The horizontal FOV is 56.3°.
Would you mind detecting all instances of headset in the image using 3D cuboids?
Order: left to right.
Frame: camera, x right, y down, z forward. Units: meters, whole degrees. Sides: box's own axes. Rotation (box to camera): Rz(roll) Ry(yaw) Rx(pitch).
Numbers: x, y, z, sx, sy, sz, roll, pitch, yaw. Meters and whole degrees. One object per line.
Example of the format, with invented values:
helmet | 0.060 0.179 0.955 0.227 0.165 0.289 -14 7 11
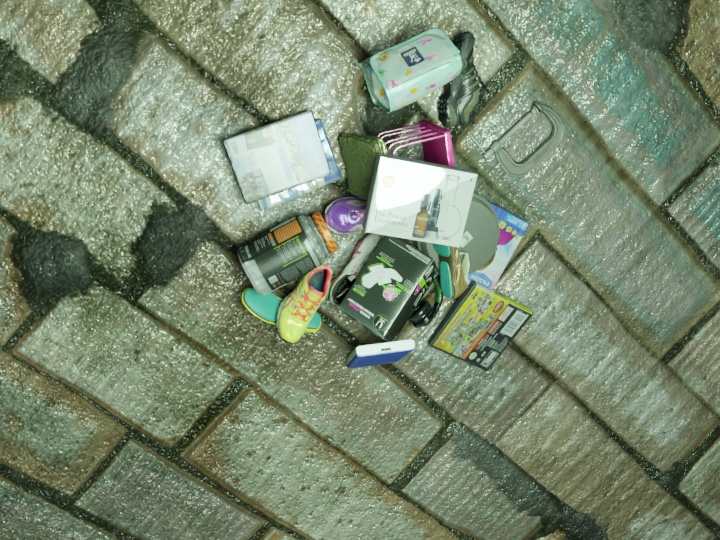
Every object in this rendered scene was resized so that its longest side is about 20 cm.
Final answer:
headset | 0.115 0.091 1.606 0.123 0.094 0.201 28 85 -15

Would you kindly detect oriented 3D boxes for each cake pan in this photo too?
cake pan | 0.229 -0.077 1.536 0.198 0.037 0.202 -3 108 -10

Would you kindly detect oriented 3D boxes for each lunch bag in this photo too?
lunch bag | 0.102 -0.402 1.360 0.169 0.200 0.123 -24 111 -2

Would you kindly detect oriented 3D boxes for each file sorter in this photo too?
file sorter | 0.112 -0.225 1.421 0.124 0.200 0.140 -14 110 -6

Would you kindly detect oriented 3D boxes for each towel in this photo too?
towel | -0.153 -0.229 1.459 0.198 0.024 0.148 -22 112 -4
towel | 0.016 -0.213 1.407 0.036 0.200 0.150 -21 112 -21

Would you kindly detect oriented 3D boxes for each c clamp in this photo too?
c clamp | 0.367 -0.306 1.539 0.199 0.027 0.171 -37 111 2

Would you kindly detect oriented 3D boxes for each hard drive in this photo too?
hard drive | 0.042 0.194 1.552 0.130 0.200 0.026 -6 76 -9

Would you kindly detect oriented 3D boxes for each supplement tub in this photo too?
supplement tub | -0.156 -0.042 1.466 0.199 0.123 0.123 -27 111 -2

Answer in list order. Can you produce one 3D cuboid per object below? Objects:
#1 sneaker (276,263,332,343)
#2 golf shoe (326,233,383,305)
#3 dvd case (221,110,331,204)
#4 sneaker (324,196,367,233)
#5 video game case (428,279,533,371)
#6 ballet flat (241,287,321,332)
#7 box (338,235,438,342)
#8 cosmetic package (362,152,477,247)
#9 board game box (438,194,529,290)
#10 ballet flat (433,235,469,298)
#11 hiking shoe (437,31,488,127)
sneaker | -0.121 0.065 1.486 0.078 0.090 0.202 29 72 -20
golf shoe | 0.000 0.000 1.529 0.072 0.092 0.201 37 95 -19
dvd case | -0.175 -0.239 1.428 0.198 0.018 0.144 -20 112 -6
sneaker | 0.021 -0.123 1.473 0.198 0.088 0.081 -3 93 -23
video game case | 0.293 0.139 1.648 0.179 0.026 0.201 25 116 -18
ballet flat | -0.186 0.099 1.537 0.198 0.067 0.067 22 66 -21
box | 0.066 0.042 1.483 0.124 0.149 0.201 33 86 15
cosmetic package | 0.115 -0.137 1.321 0.198 0.052 0.152 8 106 -11
board game box | 0.266 -0.068 1.588 0.198 0.041 0.201 23 102 -17
ballet flat | 0.207 -0.036 1.496 0.072 0.068 0.202 -22 111 -24
hiking shoe | 0.230 -0.411 1.460 0.100 0.076 0.202 -1 117 -20
